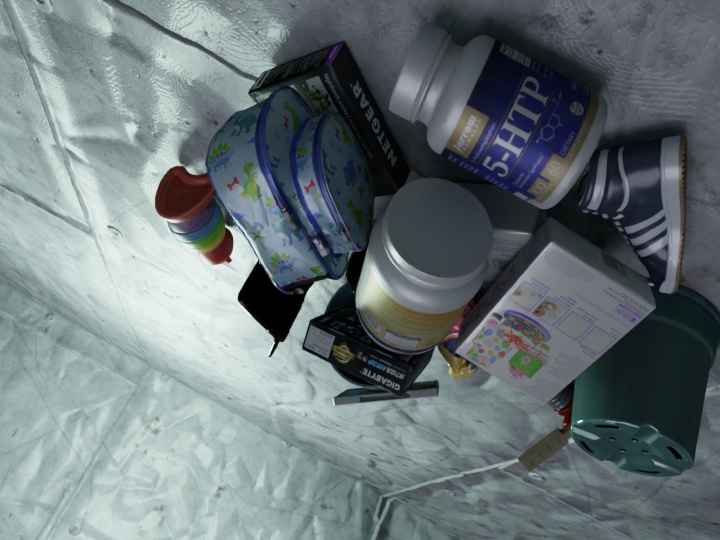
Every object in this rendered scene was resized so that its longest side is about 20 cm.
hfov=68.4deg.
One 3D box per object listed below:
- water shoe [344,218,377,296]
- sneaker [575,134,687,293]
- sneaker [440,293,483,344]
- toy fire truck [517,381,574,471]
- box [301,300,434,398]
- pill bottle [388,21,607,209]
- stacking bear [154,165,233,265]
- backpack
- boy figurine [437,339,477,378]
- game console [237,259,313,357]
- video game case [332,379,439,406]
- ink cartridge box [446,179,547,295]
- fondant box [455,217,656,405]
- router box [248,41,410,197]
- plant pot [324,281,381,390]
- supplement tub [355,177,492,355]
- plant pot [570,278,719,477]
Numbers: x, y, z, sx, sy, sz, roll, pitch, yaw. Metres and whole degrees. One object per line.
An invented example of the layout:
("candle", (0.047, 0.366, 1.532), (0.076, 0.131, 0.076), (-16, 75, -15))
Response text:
("water shoe", (0.000, 0.000, 0.824), (0.071, 0.079, 0.202), (38, 148, 15))
("sneaker", (0.306, -0.057, 0.600), (0.105, 0.071, 0.203), (2, 136, 32))
("sneaker", (0.143, 0.058, 0.762), (0.193, 0.075, 0.089), (11, 135, 22))
("toy fire truck", (0.307, 0.208, 0.867), (0.173, 0.204, 0.128), (34, 149, -13))
("box", (0.022, 0.106, 0.785), (0.155, 0.048, 0.199), (23, -169, 15))
("pill bottle", (0.132, -0.161, 0.539), (0.195, 0.122, 0.121), (27, 150, 1))
("stacking bear", (-0.310, -0.087, 1.043), (0.118, 0.116, 0.202), (16, 152, 20))
("backpack", (-0.071, -0.107, 0.632), (0.143, 0.186, 0.202), (-18, 125, 25))
("boy figurine", (0.185, 0.152, 1.009), (0.125, 0.064, 0.202), (48, 171, 45))
("game console", (-0.148, 0.029, 0.977), (0.114, 0.204, 0.176), (-7, 137, 43))
("video game case", (0.055, 0.235, 1.021), (0.192, 0.018, 0.143), (-7, 173, 9))
("ink cartridge box", (0.186, -0.020, 0.742), (0.140, 0.085, 0.203), (10, 144, 30))
("fondant box", (0.227, 0.057, 0.646), (0.141, 0.059, 0.202), (29, 126, -4))
("router box", (-0.038, -0.184, 0.714), (0.145, 0.052, 0.202), (0, 139, 37))
("plant pot", (0.041, 0.134, 1.002), (0.194, 0.206, 0.189), (17, 163, 18))
("supplement tub", (0.071, 0.001, 0.643), (0.140, 0.147, 0.202), (24, 151, 5))
("plant pot", (0.381, 0.153, 0.728), (0.194, 0.200, 0.203), (20, 149, 13))
